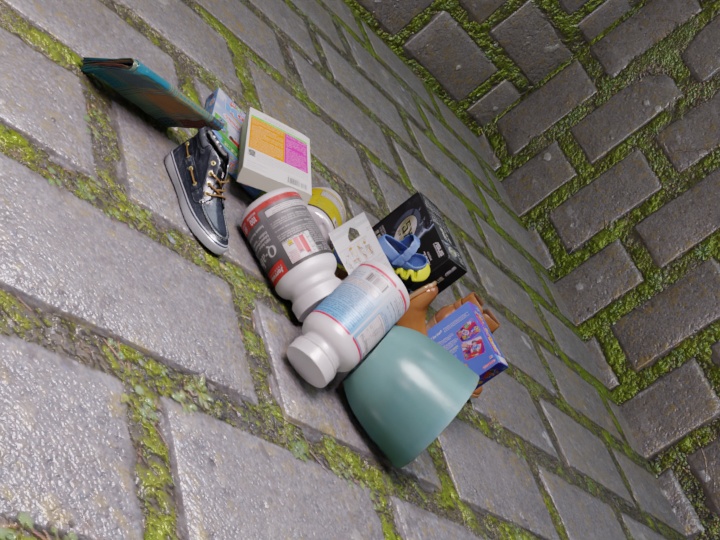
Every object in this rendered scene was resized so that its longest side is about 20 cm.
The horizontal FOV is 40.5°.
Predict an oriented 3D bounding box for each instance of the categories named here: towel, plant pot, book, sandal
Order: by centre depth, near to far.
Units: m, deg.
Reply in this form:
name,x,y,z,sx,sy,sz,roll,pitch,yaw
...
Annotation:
name,x,y,z,sx,sy,sz,roll,pitch,yaw
towel,-0.326,-0.274,1.533,0.145,0.022,0.199,11,-15,40
plant pot,0.067,0.189,1.579,0.161,0.201,0.201,42,19,0
book,-0.151,-0.203,1.748,0.132,0.048,0.202,21,32,-17
sandal,0.043,-0.036,1.930,0.080,0.196,0.088,-92,-175,-53

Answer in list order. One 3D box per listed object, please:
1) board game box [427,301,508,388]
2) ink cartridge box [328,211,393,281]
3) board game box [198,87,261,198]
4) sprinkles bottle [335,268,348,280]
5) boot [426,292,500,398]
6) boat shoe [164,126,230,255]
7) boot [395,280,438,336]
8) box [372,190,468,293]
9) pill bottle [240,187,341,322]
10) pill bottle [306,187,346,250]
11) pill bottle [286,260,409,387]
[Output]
name,x,y,z,sx,sy,sz,roll,pitch,yaw
board game box,0.158,0.171,1.800,0.045,0.199,0.136,27,32,-53
ink cartridge box,0.000,0.000,1.744,0.176,0.043,0.200,62,23,-4
board game box,-0.232,-0.241,1.820,0.151,0.036,0.201,45,20,-25
sprinkles bottle,-0.020,0.040,1.803,0.199,0.068,0.069,21,37,-58
boot,0.236,0.156,2.062,0.201,0.154,0.077,53,18,-1
boat shoe,-0.236,-0.129,1.528,0.071,0.090,0.202,17,41,-60
boot,0.106,0.132,1.741,0.156,0.200,0.076,49,20,13
box,0.119,-0.039,2.130,0.086,0.163,0.202,32,29,-47
pill bottle,-0.109,-0.025,1.622,0.202,0.115,0.115,59,19,16
pill bottle,-0.085,-0.089,1.800,0.112,0.111,0.200,50,18,-9
pill bottle,-0.021,0.085,1.523,0.200,0.108,0.109,-44,99,-28
